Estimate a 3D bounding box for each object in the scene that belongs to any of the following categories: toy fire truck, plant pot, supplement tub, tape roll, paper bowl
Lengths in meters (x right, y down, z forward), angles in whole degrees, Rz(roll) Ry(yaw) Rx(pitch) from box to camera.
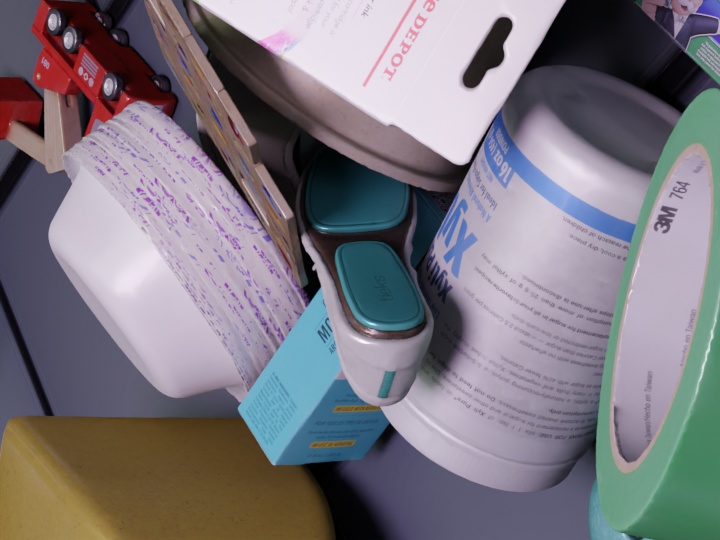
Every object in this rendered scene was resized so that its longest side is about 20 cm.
[{"bbox_3d":[-0.223,-0.125,1.493,0.200,0.049,0.141,47,125,37],"label":"toy fire truck"},{"bbox_3d":[-0.113,0.214,1.232,0.200,0.193,0.196,28,113,61],"label":"plant pot"},{"bbox_3d":[0.031,-0.177,1.105,0.184,0.200,0.201,-55,52,21],"label":"plant pot"},{"bbox_3d":[0.101,0.004,1.056,0.132,0.132,0.200,49,125,36],"label":"supplement tub"},{"bbox_3d":[0.154,0.022,0.873,0.200,0.048,0.201,-167,90,-85],"label":"tape roll"},{"bbox_3d":[-0.122,0.000,1.260,0.201,0.104,0.201,50,169,13],"label":"paper bowl"}]

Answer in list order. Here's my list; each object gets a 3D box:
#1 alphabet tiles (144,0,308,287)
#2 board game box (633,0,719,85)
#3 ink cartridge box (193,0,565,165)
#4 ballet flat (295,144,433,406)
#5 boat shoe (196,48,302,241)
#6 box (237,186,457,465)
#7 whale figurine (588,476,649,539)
[{"bbox_3d":[-0.077,-0.083,1.085,0.168,0.008,0.200,59,174,11],"label":"alphabet tiles"},{"bbox_3d":[0.232,-0.131,0.975,0.200,0.029,0.135,52,127,35],"label":"board game box"},{"bbox_3d":[0.006,-0.149,0.993,0.200,0.067,0.117,35,100,13],"label":"ink cartridge box"},{"bbox_3d":[0.000,0.000,1.062,0.200,0.069,0.070,-101,32,-55],"label":"ballet flat"},{"bbox_3d":[-0.069,-0.096,1.254,0.200,0.072,0.063,85,171,-49],"label":"boat shoe"},{"bbox_3d":[0.013,0.031,1.183,0.049,0.082,0.200,54,124,31],"label":"box"},{"bbox_3d":[0.178,0.090,0.988,0.159,0.103,0.201,25,110,47],"label":"whale figurine"}]
